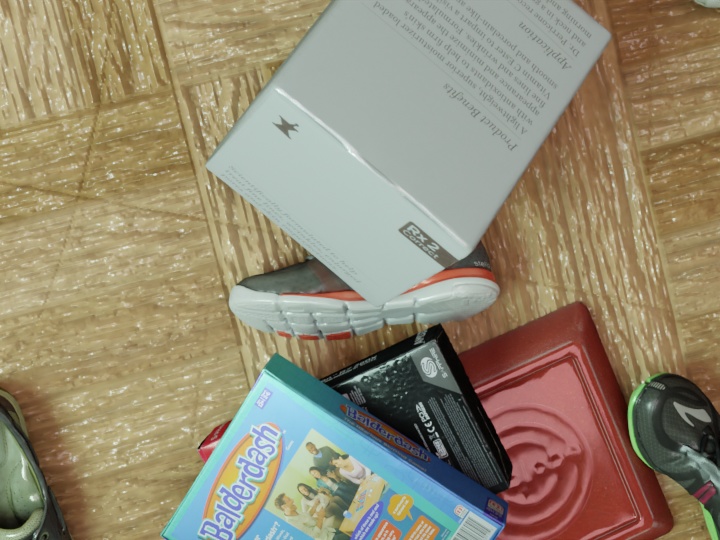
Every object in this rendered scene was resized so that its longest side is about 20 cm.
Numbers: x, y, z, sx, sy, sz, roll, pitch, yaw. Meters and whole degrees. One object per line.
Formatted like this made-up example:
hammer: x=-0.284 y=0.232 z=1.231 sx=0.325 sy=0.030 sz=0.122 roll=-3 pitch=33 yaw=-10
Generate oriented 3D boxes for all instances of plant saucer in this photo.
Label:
plant saucer: x=0.123 y=0.154 z=1.185 sx=0.199 sy=0.037 sz=0.201 roll=-24 pitch=98 yaw=-4

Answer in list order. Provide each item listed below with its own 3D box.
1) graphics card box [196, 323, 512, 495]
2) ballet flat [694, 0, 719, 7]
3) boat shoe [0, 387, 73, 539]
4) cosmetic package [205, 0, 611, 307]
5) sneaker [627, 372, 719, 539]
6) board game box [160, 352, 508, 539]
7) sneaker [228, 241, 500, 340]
graphics card box: x=-0.003 y=0.137 z=1.135 sx=0.199 sy=0.051 sz=0.126 roll=-26 pitch=97 yaw=15
ballet flat: x=0.251 y=-0.239 z=1.158 sx=0.200 sy=0.069 sz=0.070 roll=34 pitch=90 yaw=-4
boat shoe: x=-0.252 y=0.184 z=1.126 sx=0.071 sy=0.066 sz=0.202 roll=-17 pitch=98 yaw=-8
cosmetic package: x=0.030 y=-0.114 z=1.054 sx=0.165 sy=0.165 sz=0.200 roll=39 pitch=66 yaw=-8
sneaker: x=0.279 y=0.155 z=1.174 sx=0.077 sy=0.084 sz=0.200 roll=-44 pitch=102 yaw=-18
board game box: x=-0.019 y=0.176 z=1.098 sx=0.200 sy=0.045 sz=0.152 roll=33 pitch=106 yaw=0
sneaker: x=0.000 y=0.000 z=1.151 sx=0.199 sy=0.077 sz=0.082 roll=-4 pitch=69 yaw=-7
